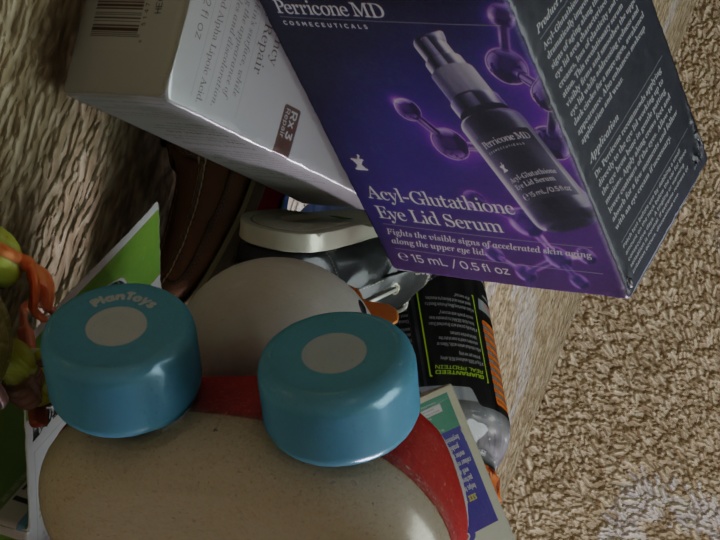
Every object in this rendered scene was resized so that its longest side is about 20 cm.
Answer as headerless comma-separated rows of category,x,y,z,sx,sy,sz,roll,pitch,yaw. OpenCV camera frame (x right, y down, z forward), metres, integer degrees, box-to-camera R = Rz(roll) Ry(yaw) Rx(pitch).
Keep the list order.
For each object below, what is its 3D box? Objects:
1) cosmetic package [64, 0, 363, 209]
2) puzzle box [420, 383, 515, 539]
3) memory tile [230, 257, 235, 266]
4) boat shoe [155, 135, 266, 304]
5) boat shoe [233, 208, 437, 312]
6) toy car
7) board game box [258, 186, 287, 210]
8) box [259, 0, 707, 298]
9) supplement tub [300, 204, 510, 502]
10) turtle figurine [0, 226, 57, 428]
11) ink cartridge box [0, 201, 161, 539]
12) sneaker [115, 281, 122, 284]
cosmetic package,-0.049,-0.103,1.012,0.200,0.074,0.102,21,80,-52
puzzle box,-0.006,0.158,1.092,0.199,0.134,0.025,-22,179,-32
memory tile,-0.060,0.051,1.187,0.200,0.017,0.154,-103,172,-63
boat shoe,-0.083,-0.077,1.108,0.072,0.068,0.201,-16,-128,62
boat shoe,0.000,0.000,1.122,0.200,0.072,0.068,-7,105,-54
toy car,-0.026,0.058,0.871,0.200,0.176,0.185,-64,155,-49
board game box,-0.059,-0.063,1.204,0.200,0.039,0.159,135,-34,-88
box,0.062,-0.096,0.983,0.104,0.148,0.200,-56,135,-31
supplement tub,0.023,0.056,1.231,0.123,0.122,0.201,81,1,-64
turtle figurine,-0.166,0.047,0.798,0.200,0.064,0.162,43,67,-48
ink cartridge box,-0.158,0.076,0.984,0.148,0.075,0.201,-53,152,-54
sneaker,-0.112,0.073,1.171,0.080,0.071,0.200,-35,143,-4
